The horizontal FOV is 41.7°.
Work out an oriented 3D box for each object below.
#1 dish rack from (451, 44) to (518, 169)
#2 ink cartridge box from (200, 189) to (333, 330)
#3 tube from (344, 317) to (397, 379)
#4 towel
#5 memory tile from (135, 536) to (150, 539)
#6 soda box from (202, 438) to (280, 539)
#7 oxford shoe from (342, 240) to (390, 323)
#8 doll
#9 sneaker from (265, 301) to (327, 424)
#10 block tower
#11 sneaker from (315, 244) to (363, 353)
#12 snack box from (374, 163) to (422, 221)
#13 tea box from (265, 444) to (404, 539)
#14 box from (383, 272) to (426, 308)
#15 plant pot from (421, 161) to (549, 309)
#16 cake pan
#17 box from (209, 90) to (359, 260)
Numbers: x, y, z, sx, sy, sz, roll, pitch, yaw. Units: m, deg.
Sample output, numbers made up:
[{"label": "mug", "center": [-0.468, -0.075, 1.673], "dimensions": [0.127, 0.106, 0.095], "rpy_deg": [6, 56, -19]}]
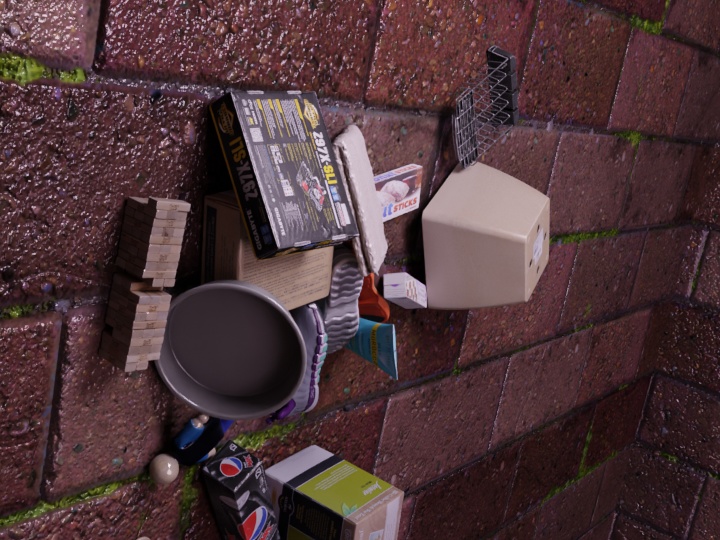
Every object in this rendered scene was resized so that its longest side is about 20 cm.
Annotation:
[{"label": "dish rack", "center": [0.211, -0.280, 1.648], "dimensions": [0.200, 0.054, 0.156], "rpy_deg": [-43, 137, -33]}, {"label": "ink cartridge box", "center": [-0.121, -0.029, 1.268], "dimensions": [0.198, 0.074, 0.169], "rpy_deg": [-18, 120, -50]}, {"label": "tube", "center": [0.017, 0.108, 1.438], "dimensions": [0.049, 0.199, 0.079], "rpy_deg": [-12, 99, -19]}, {"label": "towel", "center": [0.002, -0.100, 1.351], "dimensions": [0.133, 0.034, 0.204], "rpy_deg": [-65, 142, -72]}, {"label": "memory tile", "center": [-0.351, 0.435, 1.226], "dimensions": [0.198, 0.017, 0.157], "rpy_deg": [0, 106, -55]}, {"label": "soda box", "center": [-0.171, 0.344, 1.377], "dimensions": [0.063, 0.070, 0.203], "rpy_deg": [-43, 144, -33]}, {"label": "oxford shoe", "center": [0.000, 0.000, 1.486], "dimensions": [0.201, 0.070, 0.074], "rpy_deg": [66, 31, -50]}, {"label": "doll", "center": [-0.208, 0.216, 1.289], "dimensions": [0.200, 0.048, 0.138], "rpy_deg": [-46, 161, -31]}, {"label": "sneaker", "center": [-0.101, 0.135, 1.388], "dimensions": [0.087, 0.074, 0.204], "rpy_deg": [-24, 126, -42]}, {"label": "block tower", "center": [-0.255, 0.011, 1.111], "dimensions": [0.054, 0.057, 0.204], "rpy_deg": [-1, 109, -55]}, {"label": "sneaker", "center": [-0.041, 0.042, 1.426], "dimensions": [0.073, 0.083, 0.203], "rpy_deg": [-2, 130, -26]}, {"label": "snack box", "center": [0.033, -0.114, 1.495], "dimensions": [0.198, 0.024, 0.073], "rpy_deg": [-24, 127, -49]}, {"label": "tea box", "center": [-0.054, 0.420, 1.492], "dimensions": [0.132, 0.194, 0.205], "rpy_deg": [-16, 121, -50]}, {"label": "box", "center": [0.075, 0.035, 1.562], "dimensions": [0.200, 0.040, 0.040], "rpy_deg": [27, 61, -74]}, {"label": "plant pot", "center": [0.229, -0.050, 1.648], "dimensions": [0.200, 0.174, 0.203], "rpy_deg": [-51, 145, -45]}, {"label": "cake pan", "center": [-0.163, 0.097, 1.192], "dimensions": [0.037, 0.195, 0.204], "rpy_deg": [-83, 173, -61]}, {"label": "box", "center": [-0.093, -0.124, 1.188], "dimensions": [0.158, 0.049, 0.204], "rpy_deg": [-13, 84, -52]}]
